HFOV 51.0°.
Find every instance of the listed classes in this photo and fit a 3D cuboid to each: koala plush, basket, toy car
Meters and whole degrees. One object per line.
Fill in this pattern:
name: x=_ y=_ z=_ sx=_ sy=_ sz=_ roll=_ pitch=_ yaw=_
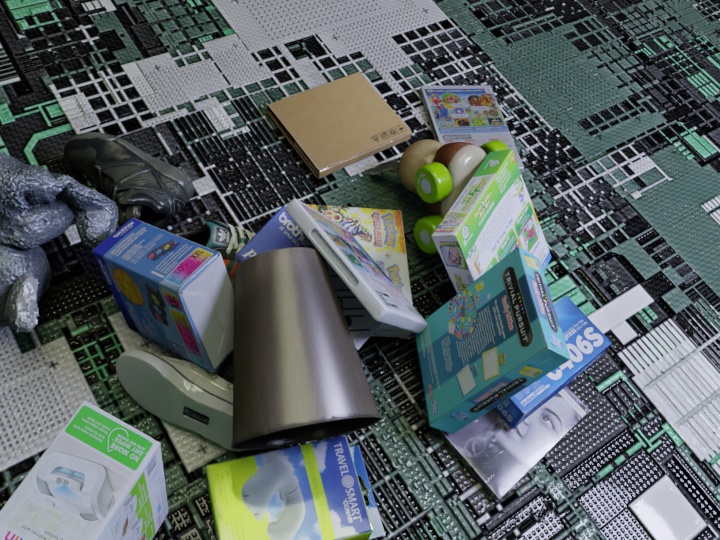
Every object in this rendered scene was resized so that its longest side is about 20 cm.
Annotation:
koala plush: x=-0.436 y=-0.026 z=0.939 sx=0.173 sy=0.184 sz=0.205 roll=9 pitch=77 yaw=24
basket: x=-0.077 y=0.089 z=0.877 sx=0.176 sy=0.136 sz=0.205 roll=-2 pitch=70 yaw=-26
toy car: x=0.110 y=-0.139 z=1.185 sx=0.162 sy=0.161 sz=0.198 roll=-22 pitch=35 yaw=-33

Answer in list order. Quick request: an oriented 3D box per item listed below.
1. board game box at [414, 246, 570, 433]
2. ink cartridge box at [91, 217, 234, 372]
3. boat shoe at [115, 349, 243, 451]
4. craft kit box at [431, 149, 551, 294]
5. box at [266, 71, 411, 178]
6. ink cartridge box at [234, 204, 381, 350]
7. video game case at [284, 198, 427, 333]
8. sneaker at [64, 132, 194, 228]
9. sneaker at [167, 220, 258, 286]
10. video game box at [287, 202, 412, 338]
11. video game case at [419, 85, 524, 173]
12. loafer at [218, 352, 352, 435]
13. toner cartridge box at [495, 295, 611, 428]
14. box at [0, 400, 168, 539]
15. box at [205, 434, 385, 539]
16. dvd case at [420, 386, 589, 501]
board game box: x=0.158 y=0.091 z=0.957 sx=0.046 sy=0.199 sz=0.154 roll=24 pitch=41 yaw=-33
ink cartridge box: x=-0.245 y=0.024 z=0.936 sx=0.197 sy=0.139 sz=0.076 roll=21 pitch=50 yaw=34
boat shoe: x=-0.206 y=0.148 z=0.935 sx=0.196 sy=0.072 sz=0.070 roll=24 pitch=29 yaw=8
craft kit box: x=0.195 y=-0.033 z=1.081 sx=0.048 sy=0.200 sz=0.201 roll=3 pitch=41 yaw=39
box: x=-0.035 y=-0.251 z=1.271 sx=0.197 sy=0.021 sz=0.164 roll=-27 pitch=65 yaw=-27
ink cartridge box: x=-0.064 y=0.022 z=0.990 sx=0.200 sy=0.044 sz=0.094 roll=45 pitch=75 yaw=-3
video game case: x=0.000 y=0.000 z=0.962 sx=0.024 sy=0.200 sz=0.183 roll=-43 pitch=71 yaw=8
sneaker: x=-0.348 y=-0.122 z=1.075 sx=0.196 sy=0.077 sz=0.115 roll=26 pitch=47 yaw=-1
sneaker: x=-0.173 y=-0.026 z=1.023 sx=0.194 sy=0.081 sz=0.073 roll=-6 pitch=55 yaw=-1
video game box: x=-0.020 y=-0.002 z=1.089 sx=0.177 sy=0.047 sz=0.204 roll=4 pitch=55 yaw=-13
video game case: x=0.193 y=-0.249 z=1.327 sx=0.139 sy=0.018 sz=0.204 roll=-4 pitch=57 yaw=-15
loafer: x=-0.086 y=0.142 z=0.961 sx=0.196 sy=0.063 sz=0.073 roll=21 pitch=53 yaw=2
toner cartridge box: x=0.251 y=0.123 z=1.047 sx=0.198 sy=0.044 sz=0.095 roll=-30 pitch=65 yaw=-31
box: x=-0.276 y=0.264 z=0.747 sx=0.095 sy=0.202 sz=0.178 roll=25 pitch=54 yaw=7
box: x=-0.074 y=0.272 z=0.884 sx=0.195 sy=0.048 sz=0.124 roll=-9 pitch=58 yaw=-18
dvd case: x=0.198 y=0.192 z=1.023 sx=0.198 sy=0.016 sz=0.149 roll=-32 pitch=67 yaw=-30
